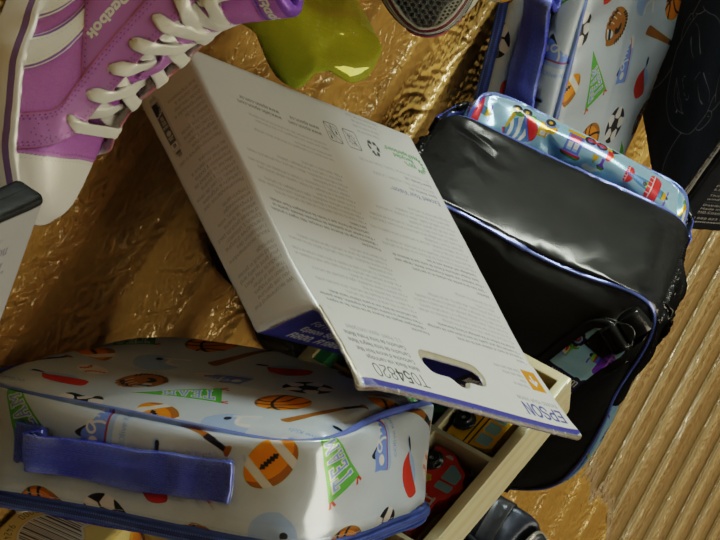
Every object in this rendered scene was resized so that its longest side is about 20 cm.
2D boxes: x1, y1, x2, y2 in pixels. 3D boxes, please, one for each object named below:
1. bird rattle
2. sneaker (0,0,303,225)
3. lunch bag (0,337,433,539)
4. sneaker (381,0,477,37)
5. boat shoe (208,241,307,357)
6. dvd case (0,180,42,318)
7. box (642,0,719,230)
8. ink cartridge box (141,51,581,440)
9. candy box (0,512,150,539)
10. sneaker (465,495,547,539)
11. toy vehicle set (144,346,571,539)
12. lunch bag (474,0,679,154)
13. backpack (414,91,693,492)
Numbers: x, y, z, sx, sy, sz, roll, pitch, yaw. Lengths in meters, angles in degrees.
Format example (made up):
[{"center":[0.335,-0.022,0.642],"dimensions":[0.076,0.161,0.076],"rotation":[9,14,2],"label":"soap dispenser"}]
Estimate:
[{"center":[0.002,-0.172,1.282],"dimensions":[0.200,0.162,0.113],"rotation":[82,18,-66],"label":"bird rattle"},{"center":[-0.088,-0.102,1.179],"dimensions":[0.073,0.114,0.202],"rotation":[-5,116,-67],"label":"sneaker"},{"center":[-0.076,0.083,1.274],"dimensions":[0.160,0.199,0.076],"rotation":[-17,112,-64],"label":"lunch bag"},{"center":[0.031,-0.200,1.383],"dimensions":[0.075,0.080,0.201],"rotation":[-83,174,-49],"label":"sneaker"},{"center":[-0.018,0.004,1.489],"dimensions":[0.074,0.075,0.200],"rotation":[-64,159,-18],"label":"boat shoe"},{"center":[-0.204,0.066,1.139],"dimensions":[0.143,0.017,0.201],"rotation":[-30,148,-57],"label":"dvd case"},{"center":[0.260,-0.157,1.729],"dimensions":[0.197,0.123,0.201],"rotation":[117,-29,-58],"label":"box"},{"center":[0.000,0.000,1.329],"dimensions":[0.041,0.201,0.199],"rotation":[-40,150,21],"label":"ink cartridge box"},{"center":[-0.116,0.141,1.407],"dimensions":[0.200,0.055,0.116],"rotation":[-43,146,-45],"label":"candy box"},{"center":[0.052,0.205,1.806],"dimensions":[0.147,0.077,0.202],"rotation":[-55,166,-4],"label":"sneaker"},{"center":[0.001,0.097,1.380],"dimensions":[0.200,0.124,0.027],"rotation":[-47,152,-33],"label":"toy vehicle set"},{"center":[0.127,-0.140,1.676],"dimensions":[0.160,0.075,0.201],"rotation":[-28,135,-55],"label":"lunch bag"},{"center":[0.082,0.024,1.610],"dimensions":[0.201,0.182,0.135],"rotation":[110,5,-45],"label":"backpack"}]
